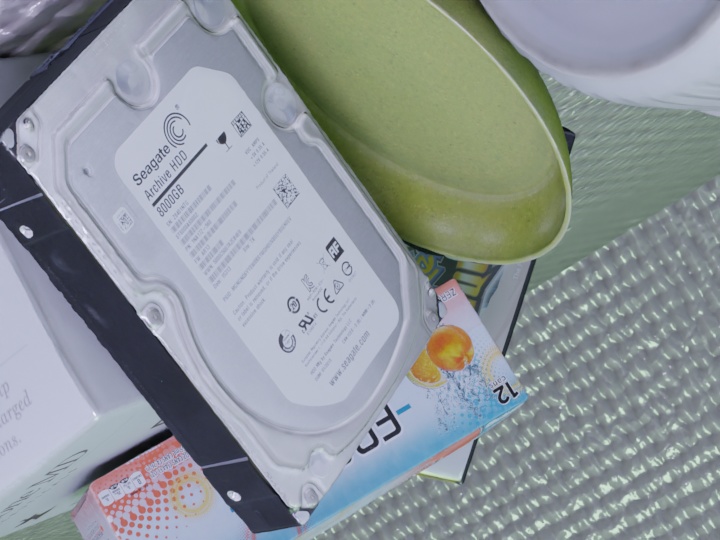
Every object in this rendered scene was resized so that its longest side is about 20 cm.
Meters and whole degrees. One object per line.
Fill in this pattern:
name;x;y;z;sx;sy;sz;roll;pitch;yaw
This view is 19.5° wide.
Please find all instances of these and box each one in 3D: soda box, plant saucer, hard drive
soda box;-0.026;0.083;0.938;0.199;0.069;0.064;-29;172;-21
plant saucer;0.009;-0.081;0.878;0.031;0.200;0.200;-54;-178;-23
hard drive;-0.056;-0.013;0.848;0.038;0.200;0.140;-17;-154;44

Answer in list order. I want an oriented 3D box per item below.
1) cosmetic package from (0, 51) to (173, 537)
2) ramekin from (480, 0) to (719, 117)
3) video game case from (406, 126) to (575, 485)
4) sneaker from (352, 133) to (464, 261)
cosmetic package;-0.140;0.011;0.938;0.165;0.165;0.200;-37;169;34
ramekin;0.120;-0.152;0.767;0.105;0.201;0.200;-9;161;-41
video game case;0.000;0.000;1.087;0.180;0.201;0.026;14;-169;-20
sneaker;-0.004;-0.092;0.980;0.111;0.201;0.073;8;-141;26
